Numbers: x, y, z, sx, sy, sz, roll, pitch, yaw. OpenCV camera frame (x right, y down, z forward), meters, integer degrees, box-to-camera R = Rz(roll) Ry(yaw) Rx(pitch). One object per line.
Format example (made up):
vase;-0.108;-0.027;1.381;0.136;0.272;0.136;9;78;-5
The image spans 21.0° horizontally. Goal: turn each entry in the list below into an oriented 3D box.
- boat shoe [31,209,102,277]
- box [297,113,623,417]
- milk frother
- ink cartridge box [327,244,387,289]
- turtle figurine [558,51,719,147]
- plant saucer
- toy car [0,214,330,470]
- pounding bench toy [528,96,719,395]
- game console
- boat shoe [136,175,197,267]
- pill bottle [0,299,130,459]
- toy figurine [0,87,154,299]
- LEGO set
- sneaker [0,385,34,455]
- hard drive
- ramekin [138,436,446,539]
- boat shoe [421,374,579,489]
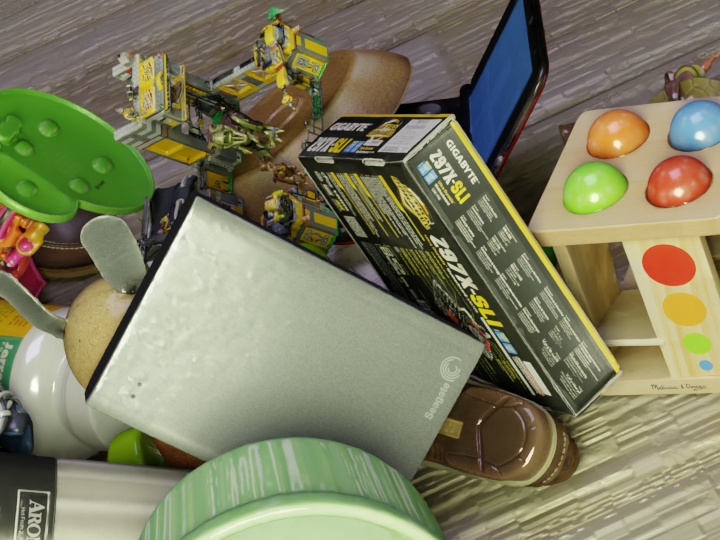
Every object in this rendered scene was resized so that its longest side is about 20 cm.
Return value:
boat shoe;-0.281;-0.042;1.646;0.200;0.070;0.070;6;44;37
box;0.059;-0.006;1.218;0.049;0.200;0.160;-41;19;-18
milk frother;-0.186;0.198;1.205;0.188;0.181;0.200;7;-1;-11
ink cartridge box;0.000;0.000;1.399;0.116;0.067;0.200;-30;33;-11
turtle figurine;0.227;-0.104;1.395;0.161;0.065;0.200;-20;34;8
plant saucer;-0.049;-0.104;1.454;0.200;0.035;0.200;-36;22;17
toy car;-0.133;0.033;1.225;0.164;0.200;0.158;-28;42;28
pounding bench toy;0.164;-0.019;1.237;0.199;0.156;0.124;-4;39;30
game console;0.049;-0.119;1.385;0.172;0.119;0.200;-6;28;5
boat shoe;-0.132;-0.019;1.509;0.060;0.076;0.200;-31;34;3
pill bottle;-0.237;0.080;1.406;0.200;0.113;0.113;5;44;38
toy figurine;-0.277;-0.019;1.523;0.184;0.150;0.200;-56;2;24
LEGO set;-0.102;-0.086;1.338;0.154;0.116;0.201;-12;69;42
sneaker;-0.259;0.099;1.313;0.085;0.077;0.201;-9;67;11
hard drive;-0.044;0.059;1.160;0.140;0.200;0.033;-61;15;6
ramekin;-0.035;0.189;1.053;0.200;0.200;0.098;-24;25;2
boat shoe;0.052;0.095;1.238;0.202;0.075;0.075;24;92;42
